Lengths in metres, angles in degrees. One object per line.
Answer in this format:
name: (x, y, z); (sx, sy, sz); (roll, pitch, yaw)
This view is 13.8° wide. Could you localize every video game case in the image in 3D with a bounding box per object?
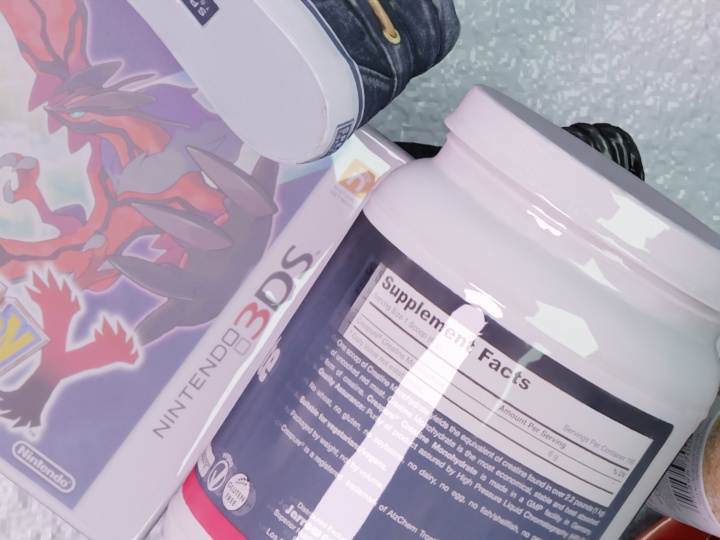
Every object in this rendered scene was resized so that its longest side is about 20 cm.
video game case: (-0.110, -0.025, 1.075); (0.200, 0.023, 0.182); (37, 92, -2)

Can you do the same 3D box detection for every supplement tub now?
supplement tub: (0.036, 0.051, 1.039); (0.140, 0.140, 0.200); (31, 98, -18)

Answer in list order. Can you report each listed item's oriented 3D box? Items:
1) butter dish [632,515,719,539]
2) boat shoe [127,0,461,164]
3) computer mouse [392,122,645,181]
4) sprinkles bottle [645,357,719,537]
butter dish: (0.202, 0.175, 1.164); (0.199, 0.148, 0.200); (-36, 104, -11)
boat shoe: (-0.051, -0.135, 1.049); (0.200, 0.071, 0.091); (54, 46, -1)
computer mouse: (0.000, 0.000, 1.127); (0.200, 0.053, 0.139); (7, 98, -8)
sprinkles bottle: (0.135, 0.066, 1.106); (0.068, 0.200, 0.068); (-2, 95, -18)
